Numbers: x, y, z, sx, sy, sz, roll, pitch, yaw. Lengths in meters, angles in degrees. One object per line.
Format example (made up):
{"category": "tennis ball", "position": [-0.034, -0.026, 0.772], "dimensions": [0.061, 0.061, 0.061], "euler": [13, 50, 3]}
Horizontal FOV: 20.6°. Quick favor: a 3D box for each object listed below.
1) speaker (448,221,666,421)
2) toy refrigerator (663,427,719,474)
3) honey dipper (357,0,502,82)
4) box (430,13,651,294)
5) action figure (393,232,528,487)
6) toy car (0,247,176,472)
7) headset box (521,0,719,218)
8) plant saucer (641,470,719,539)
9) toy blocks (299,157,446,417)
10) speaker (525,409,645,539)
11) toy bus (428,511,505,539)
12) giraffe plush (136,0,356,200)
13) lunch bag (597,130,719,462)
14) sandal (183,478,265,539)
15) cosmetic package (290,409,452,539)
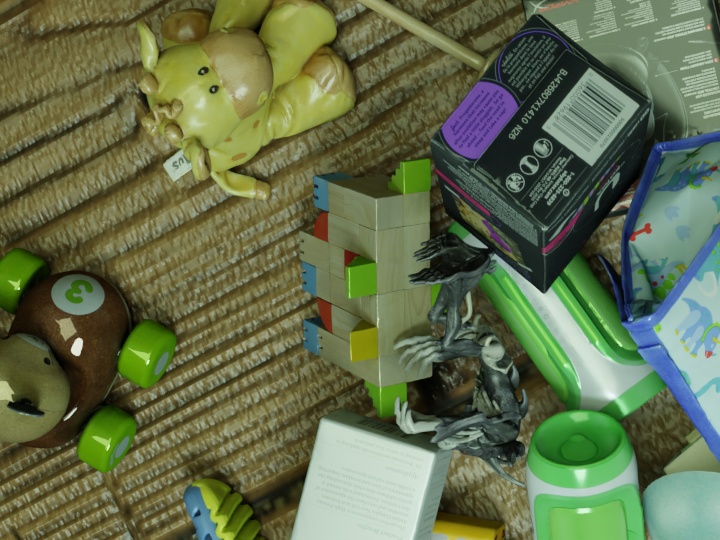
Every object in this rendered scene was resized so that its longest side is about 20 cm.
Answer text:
{"category": "speaker", "position": [0.155, 0.029, 1.564], "dimensions": [0.088, 0.088, 0.201], "euler": [-37, 82, 12]}
{"category": "toy refrigerator", "position": [0.330, 0.108, 1.534], "dimensions": [0.200, 0.076, 0.070], "euler": [-43, 81, 12]}
{"category": "honey dipper", "position": [0.060, -0.193, 1.619], "dimensions": [0.199, 0.038, 0.038], "euler": [33, 99, 15]}
{"category": "box", "position": [0.130, -0.079, 1.428], "dimensions": [0.106, 0.200, 0.123], "euler": [39, 84, 12]}
{"category": "action figure", "position": [0.073, 0.077, 1.503], "dimensions": [0.101, 0.119, 0.202], "euler": [-10, 114, 2]}
{"category": "toy car", "position": [-0.273, 0.078, 1.625], "dimensions": [0.163, 0.200, 0.159], "euler": [28, 98, 12]}
{"category": "headset box", "position": [0.223, -0.131, 1.556], "dimensions": [0.147, 0.077, 0.202], "euler": [-14, 89, 15]}
{"category": "plant saucer", "position": [0.297, 0.226, 1.488], "dimensions": [0.199, 0.202, 0.039], "euler": [24, 62, 13]}
{"category": "toy blocks", "position": [0.000, 0.000, 1.596], "dimensions": [0.136, 0.099, 0.202], "euler": [24, 119, 56]}
{"category": "speaker", "position": [0.176, 0.209, 1.528], "dimensions": [0.087, 0.089, 0.202], "euler": [0, 123, 14]}
{"category": "toy bus", "position": [0.053, 0.237, 1.614], "dimensions": [0.198, 0.065, 0.079], "euler": [7, 91, 15]}
{"category": "giraffe plush", "position": [-0.115, -0.151, 1.598], "dimensions": [0.172, 0.162, 0.201], "euler": [38, 99, 10]}
{"category": "lunch bag", "position": [0.263, 0.023, 1.440], "dimensions": [0.127, 0.201, 0.170], "euler": [-14, 128, 38]}
{"category": "sandal", "position": [-0.110, 0.273, 1.653], "dimensions": [0.086, 0.079, 0.202], "euler": [-22, 84, 17]}
{"category": "cosmetic package", "position": [-0.002, 0.221, 1.559], "dimensions": [0.101, 0.074, 0.202], "euler": [16, 95, 15]}
